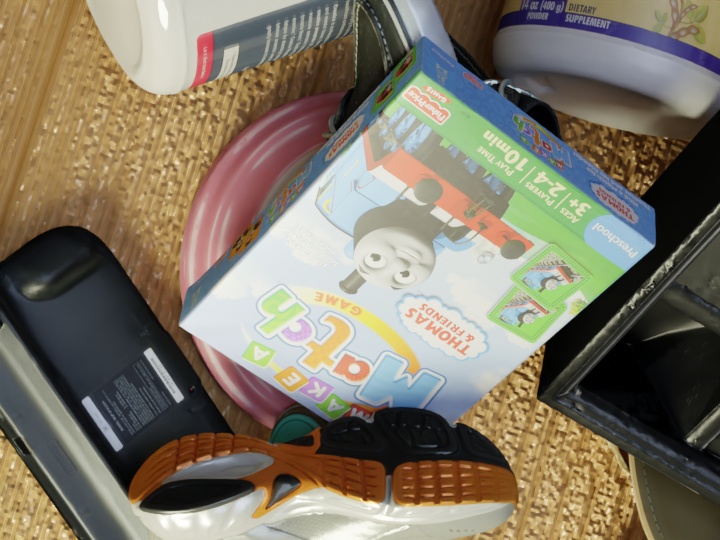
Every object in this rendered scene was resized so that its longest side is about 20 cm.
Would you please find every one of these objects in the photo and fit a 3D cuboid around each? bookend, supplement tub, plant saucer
[{"bbox_3d":[0.231,0.029,0.955,0.199,0.199,0.092,31,38,-11],"label":"bookend"},{"bbox_3d":[0.165,-0.189,1.018,0.144,0.145,0.202,17,86,-19],"label":"supplement tub"},{"bbox_3d":[-0.043,-0.185,0.944,0.198,0.140,0.142,-20,98,-18],"label":"supplement tub"},{"bbox_3d":[0.000,0.000,1.013,0.199,0.051,0.203,-1,92,-20],"label":"plant saucer"}]

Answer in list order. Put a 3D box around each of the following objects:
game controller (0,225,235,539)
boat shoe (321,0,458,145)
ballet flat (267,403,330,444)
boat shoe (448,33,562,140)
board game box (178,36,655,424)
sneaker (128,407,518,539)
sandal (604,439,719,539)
[{"bbox_3d":[-0.135,0.077,0.977,0.104,0.042,0.201,-40,105,-30],"label":"game controller"},{"bbox_3d":[0.015,-0.060,0.924,0.070,0.072,0.202,-19,123,-13],"label":"boat shoe"},{"bbox_3d":[-0.012,0.169,1.012,0.063,0.067,0.202,-15,101,-54],"label":"ballet flat"},{"bbox_3d":[0.081,-0.074,0.984,0.071,0.201,0.068,-4,138,-40],"label":"boat shoe"},{"bbox_3d":[0.026,-0.001,0.911,0.151,0.037,0.200,34,124,-19],"label":"board game box"},{"bbox_3d":[-0.016,0.131,0.943,0.198,0.076,0.093,-3,125,7],"label":"sneaker"},{"bbox_3d":[0.174,0.081,1.075,0.077,0.070,0.214,7,66,-22],"label":"sandal"}]
